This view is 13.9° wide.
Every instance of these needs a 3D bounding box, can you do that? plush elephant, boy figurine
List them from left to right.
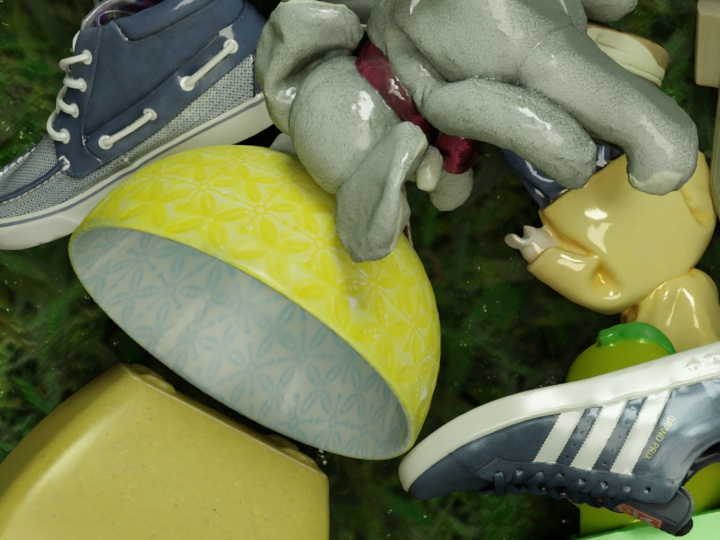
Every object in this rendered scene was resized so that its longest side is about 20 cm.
[{"bbox_3d":[0.036,-0.082,1.392,0.200,0.165,0.155,18,128,-37],"label":"plush elephant"},{"bbox_3d":[0.140,-0.030,1.579,0.124,0.064,0.200,-38,102,-18],"label":"boy figurine"}]

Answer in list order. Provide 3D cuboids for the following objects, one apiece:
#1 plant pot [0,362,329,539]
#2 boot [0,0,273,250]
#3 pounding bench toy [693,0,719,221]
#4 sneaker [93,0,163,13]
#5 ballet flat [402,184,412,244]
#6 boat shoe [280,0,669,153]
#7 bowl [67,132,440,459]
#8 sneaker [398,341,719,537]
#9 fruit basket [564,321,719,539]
[{"bbox_3d":[-0.114,0.161,1.522,0.195,0.194,0.200,29,88,-7],"label":"plant pot"},{"bbox_3d":[-0.132,-0.089,1.516,0.200,0.073,0.090,-27,121,18],"label":"boot"},{"bbox_3d":[0.265,-0.080,1.522,0.156,0.200,0.124,-5,132,-5],"label":"pounding bench toy"},{"bbox_3d":[-0.112,-0.165,1.540,0.074,0.089,0.200,-26,124,23],"label":"sneaker"},{"bbox_3d":[0.000,0.000,1.570,0.070,0.065,0.200,-13,98,-6],"label":"ballet flat"},{"bbox_3d":[0.054,-0.104,1.493,0.200,0.073,0.065,10,81,3],"label":"boat shoe"},{"bbox_3d":[-0.035,-0.005,1.480,0.200,0.200,0.108,34,69,-8],"label":"bowl"},{"bbox_3d":[0.121,0.098,1.466,0.200,0.075,0.085,-16,77,3],"label":"sneaker"},{"bbox_3d":[0.151,0.136,1.566,0.215,0.156,0.216,0,73,0],"label":"fruit basket"}]
